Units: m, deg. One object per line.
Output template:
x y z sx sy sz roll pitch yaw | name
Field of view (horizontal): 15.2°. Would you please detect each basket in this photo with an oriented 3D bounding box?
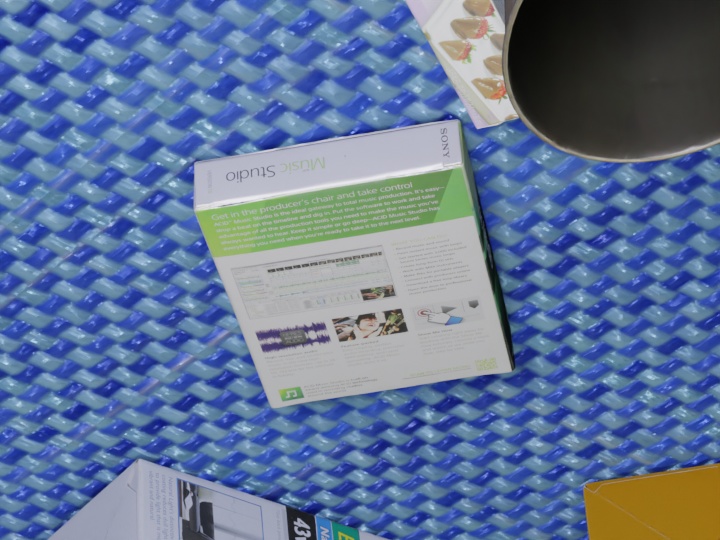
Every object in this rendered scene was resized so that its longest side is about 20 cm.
0.118 -0.176 1.091 0.136 0.201 0.180 10 141 -19 | basket

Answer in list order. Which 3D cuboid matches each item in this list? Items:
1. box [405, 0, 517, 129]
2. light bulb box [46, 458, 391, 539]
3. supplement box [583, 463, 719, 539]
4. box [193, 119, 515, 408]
0.040 -0.141 1.269 0.039 0.042 0.200 -15 144 14 | box
-0.107 0.239 1.709 0.200 0.125 0.198 21 137 -30 | light bulb box
0.227 0.257 1.708 0.132 0.198 0.200 -9 144 7 | supplement box
0.000 0.000 1.466 0.144 0.036 0.200 -9 145 6 | box
